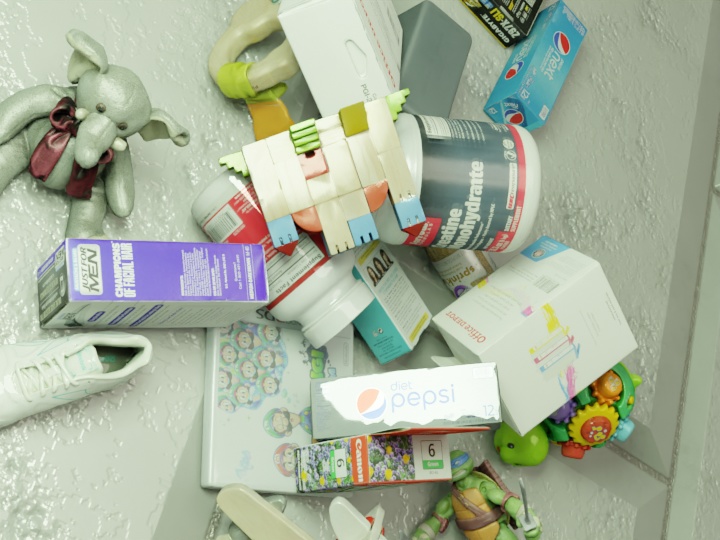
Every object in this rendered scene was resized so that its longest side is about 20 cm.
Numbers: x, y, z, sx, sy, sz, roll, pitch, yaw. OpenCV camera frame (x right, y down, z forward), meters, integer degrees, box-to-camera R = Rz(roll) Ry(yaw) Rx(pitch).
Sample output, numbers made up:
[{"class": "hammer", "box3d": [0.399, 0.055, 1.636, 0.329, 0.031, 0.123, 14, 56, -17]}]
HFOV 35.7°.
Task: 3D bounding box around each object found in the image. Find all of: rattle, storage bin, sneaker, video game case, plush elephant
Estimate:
[{"class": "rattle", "box3d": [-0.092, -0.246, 1.284, 0.143, 0.129, 0.202, 40, 29, -34]}, {"class": "storage bin", "box3d": [0.056, -0.213, 1.343, 0.145, 0.134, 0.203, 33, 60, -25]}, {"class": "sneaker", "box3d": [-0.282, 0.090, 1.026, 0.198, 0.080, 0.072, -17, 88, -38]}, {"class": "video game case", "box3d": [-0.084, 0.136, 1.199, 0.180, 0.024, 0.204, 12, 70, -34]}, {"class": "plush elephant", "box3d": [-0.257, -0.130, 1.061, 0.164, 0.154, 0.203, 35, 59, -24]}]

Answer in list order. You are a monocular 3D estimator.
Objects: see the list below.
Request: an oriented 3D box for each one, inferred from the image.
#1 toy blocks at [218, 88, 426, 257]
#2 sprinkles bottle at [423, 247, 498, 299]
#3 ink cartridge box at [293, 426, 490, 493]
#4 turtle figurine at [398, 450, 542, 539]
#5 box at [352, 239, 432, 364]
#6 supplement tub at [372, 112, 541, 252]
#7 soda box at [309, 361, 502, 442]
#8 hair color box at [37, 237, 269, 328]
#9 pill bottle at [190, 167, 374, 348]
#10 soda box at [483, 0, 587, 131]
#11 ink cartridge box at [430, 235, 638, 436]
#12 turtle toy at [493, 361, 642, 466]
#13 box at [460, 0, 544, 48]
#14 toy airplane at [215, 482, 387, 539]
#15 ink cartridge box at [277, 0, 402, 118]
[{"class": "toy blocks", "box3d": [-0.026, -0.077, 1.100, 0.197, 0.100, 0.139, -19, 91, -5]}, {"class": "sprinkles bottle", "box3d": [0.140, 0.011, 1.383, 0.068, 0.068, 0.202, -41, 102, -38]}, {"class": "ink cartridge box", "box3d": [0.030, 0.192, 1.125, 0.107, 0.199, 0.051, 5, 74, -36]}, {"class": "turtle figurine", "box3d": [0.133, 0.311, 1.243, 0.142, 0.200, 0.196, -30, 101, -5]}, {"class": "box", "box3d": [0.000, 0.000, 1.275, 0.202, 0.049, 0.082, 56, 32, -10]}, {"class": "supplement tub", "box3d": [0.086, -0.096, 1.223, 0.196, 0.140, 0.143, 4, 73, -14]}, {"class": "soda box", "box3d": [0.048, 0.140, 1.171, 0.196, 0.068, 0.065, -6, 75, 4]}, {"class": "hair color box", "box3d": [-0.200, 0.015, 1.079, 0.197, 0.109, 0.066, 0, 75, -31]}, {"class": "pill bottle", "box3d": [-0.078, -0.022, 1.179, 0.201, 0.112, 0.112, 51, 52, -3]}, {"class": "soda box", "box3d": [0.244, -0.279, 1.550, 0.064, 0.067, 0.202, 42, 55, -20]}, {"class": "ink cartridge box", "box3d": [0.189, 0.079, 1.289, 0.199, 0.128, 0.126, -35, 114, -7]}, {"class": "turtle toy", "box3d": [0.255, 0.175, 1.374, 0.102, 0.197, 0.147, -104, 170, -56]}, {"class": "box", "box3d": [0.200, -0.439, 1.578, 0.159, 0.049, 0.202, 39, 56, -19]}, {"class": "toy airplane", "box3d": [-0.046, 0.306, 1.105, 0.195, 0.141, 0.204, -2, 91, -5]}, {"class": "ink cartridge box", "box3d": [-0.016, -0.262, 1.194, 0.201, 0.083, 0.147, -87, 156, -55]}]
